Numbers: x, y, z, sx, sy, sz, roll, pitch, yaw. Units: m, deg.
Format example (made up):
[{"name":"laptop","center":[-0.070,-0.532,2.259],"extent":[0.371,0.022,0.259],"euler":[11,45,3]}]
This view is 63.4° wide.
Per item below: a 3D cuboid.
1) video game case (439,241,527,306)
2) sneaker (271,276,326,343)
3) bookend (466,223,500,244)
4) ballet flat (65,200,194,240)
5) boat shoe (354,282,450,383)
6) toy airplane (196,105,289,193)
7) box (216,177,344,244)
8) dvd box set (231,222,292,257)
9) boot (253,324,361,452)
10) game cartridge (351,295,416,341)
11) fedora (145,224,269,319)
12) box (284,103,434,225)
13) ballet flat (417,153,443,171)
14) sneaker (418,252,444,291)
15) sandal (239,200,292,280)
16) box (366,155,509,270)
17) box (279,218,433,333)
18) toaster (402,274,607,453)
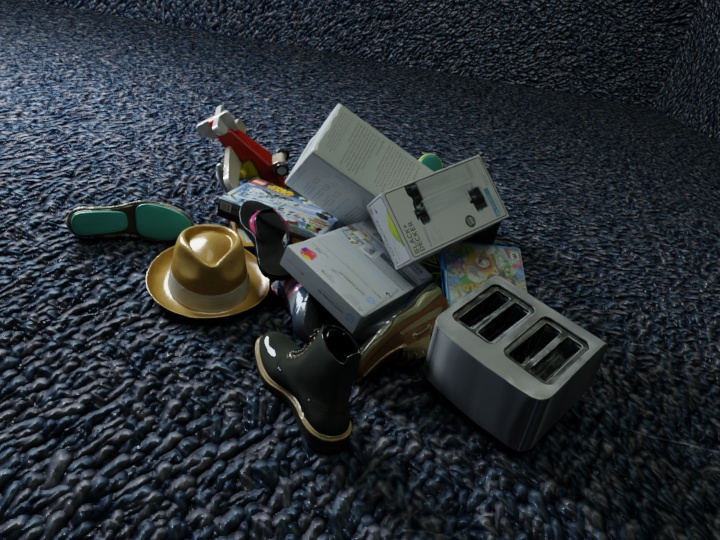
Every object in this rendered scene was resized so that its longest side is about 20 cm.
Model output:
[{"name":"video game case","center":[0.200,0.047,0.924],"extent":[0.142,0.018,0.201],"euler":[6,61,-13]},{"name":"sneaker","center":[-0.097,0.041,0.891],"extent":[0.081,0.070,0.201],"euler":[-15,34,11]},{"name":"bookend","center":[0.168,-0.138,1.249],"extent":[0.199,0.093,0.199],"euler":[3,31,-18]},{"name":"ballet flat","center":[-0.386,-0.088,0.987],"extent":[0.199,0.068,0.075],"euler":[-1,17,-19]},{"name":"boat shoe","center":[0.067,0.095,0.821],"extent":[0.200,0.076,0.074],"euler":[-38,83,-33]},{"name":"toy airplane","center":[-0.258,-0.236,1.205],"extent":[0.200,0.141,0.200],"euler":[56,26,9]},{"name":"box","center":[-0.139,-0.103,1.060],"extent":[0.199,0.040,0.137],"euler":[22,30,11]},{"name":"dvd box set","center":[-0.163,-0.080,1.084],"extent":[0.145,0.030,0.200],"euler":[0,31,-22]},{"name":"boot","center":[-0.061,0.100,0.711],"extent":[0.077,0.139,0.200],"euler":[-12,37,-37]},{"name":"game cartridge","center":[0.024,0.041,0.950],"extent":[0.132,0.041,0.200],"euler":[3,31,-24]},{"name":"fedora","center":[-0.227,-0.012,0.880],"extent":[0.199,0.082,0.201],"euler":[8,35,-6]},{"name":"box","center":[-0.003,-0.157,0.996],"extent":[0.199,0.152,0.107],"euler":[33,68,-15]},{"name":"ballet flat","center":[0.115,-0.113,1.085],"extent":[0.066,0.202,0.067],"euler":[4,-3,-8]},{"name":"sneaker","center":[0.118,0.004,0.974],"extent":[0.199,0.075,0.085],"euler":[27,61,9]},{"name":"sandal","center":[-0.143,-0.061,0.920],"extent":[0.075,0.045,0.200],"euler":[-4,38,-22]},{"name":"box","center":[0.123,-0.092,0.917],"extent":[0.199,0.060,0.117],"euler":[-23,86,-25]},{"name":"box","center":[0.000,0.000,0.893],"extent":[0.156,0.041,0.200],"euler":[42,35,18]},{"name":"toaster","center":[0.193,0.119,0.769],"extent":[0.199,0.119,0.181],"euler":[-29,50,-33]}]
